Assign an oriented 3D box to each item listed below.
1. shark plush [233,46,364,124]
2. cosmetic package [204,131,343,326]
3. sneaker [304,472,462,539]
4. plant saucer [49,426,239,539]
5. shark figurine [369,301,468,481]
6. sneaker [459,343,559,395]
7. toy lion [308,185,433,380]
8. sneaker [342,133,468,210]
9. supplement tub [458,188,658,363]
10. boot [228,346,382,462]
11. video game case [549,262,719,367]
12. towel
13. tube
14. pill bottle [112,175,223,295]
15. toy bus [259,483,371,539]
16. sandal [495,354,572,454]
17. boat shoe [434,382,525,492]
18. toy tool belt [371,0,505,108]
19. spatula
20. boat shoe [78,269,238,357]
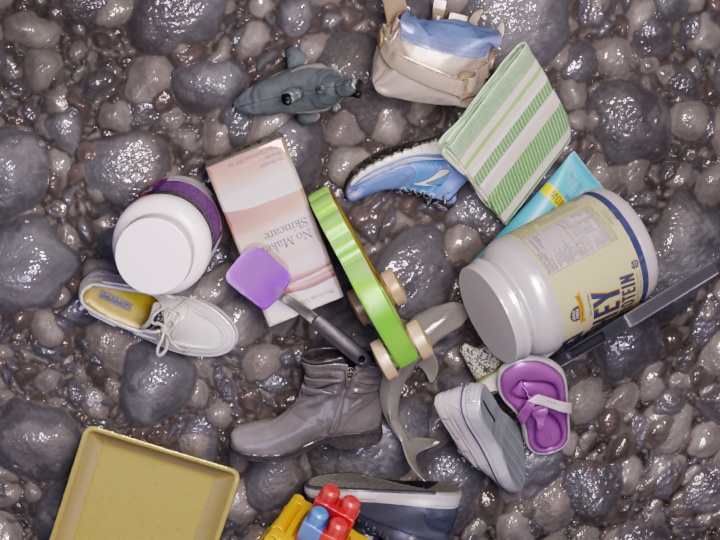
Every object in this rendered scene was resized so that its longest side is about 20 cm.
[{"bbox_3d":[-0.060,-0.192,1.472,0.083,0.199,0.092,-19,116,-34],"label":"shark plush"},{"bbox_3d":[-0.102,-0.050,1.536,0.102,0.087,0.202,-23,103,-2],"label":"cosmetic package"},{"bbox_3d":[0.020,0.334,1.628,0.199,0.077,0.148,8,97,-9],"label":"sneaker"},{"bbox_3d":[-0.270,0.304,1.606,0.197,0.048,0.203,18,98,-10],"label":"plant saucer"},{"bbox_3d":[0.053,0.137,1.587,0.126,0.090,0.218,12,101,0],"label":"shark figurine"},{"bbox_3d":[0.205,0.071,1.606,0.199,0.077,0.089,-38,87,-2],"label":"sneaker"},{"bbox_3d":[0.000,0.000,1.507,0.068,0.201,0.193,-28,121,2],"label":"toy lion"},{"bbox_3d":[0.076,-0.109,1.549,0.197,0.079,0.090,-15,100,-3],"label":"sneaker"},{"bbox_3d":[0.229,0.008,1.514,0.198,0.145,0.147,-27,103,-16],"label":"supplement tub"},{"bbox_3d":[-0.066,0.153,1.571,0.197,0.070,0.133,-9,123,-12],"label":"boot"},{"bbox_3d":[0.315,0.057,1.528,0.142,0.200,0.019,-28,81,-25],"label":"video game case"},{"bbox_3d":[0.173,-0.153,1.508,0.153,0.023,0.200,-51,145,-2],"label":"towel"},{"bbox_3d":[0.212,-0.049,1.595,0.200,0.050,0.078,-45,117,-2],"label":"tube"},{"bbox_3d":[-0.217,-0.037,1.463,0.110,0.200,0.113,0,103,0],"label":"pill bottle"},{"bbox_3d":[-0.035,0.360,1.562,0.198,0.136,0.193,31,115,6],"label":"toy bus"},{"bbox_3d":[0.223,0.170,1.583,0.082,0.050,0.203,-24,137,6],"label":"sandal"},{"bbox_3d":[0.149,0.203,1.608,0.066,0.074,0.201,-4,135,27],"label":"boat shoe"},{"bbox_3d":[0.112,-0.255,1.503,0.197,0.125,0.125,7,109,-8],"label":"toy tool belt"},{"bbox_3d":[-0.064,0.048,1.501,0.199,0.021,0.057,38,96,-16],"label":"spatula"},{"bbox_3d":[-0.239,0.056,1.542,0.200,0.086,0.075,24,98,-10],"label":"boat shoe"}]
